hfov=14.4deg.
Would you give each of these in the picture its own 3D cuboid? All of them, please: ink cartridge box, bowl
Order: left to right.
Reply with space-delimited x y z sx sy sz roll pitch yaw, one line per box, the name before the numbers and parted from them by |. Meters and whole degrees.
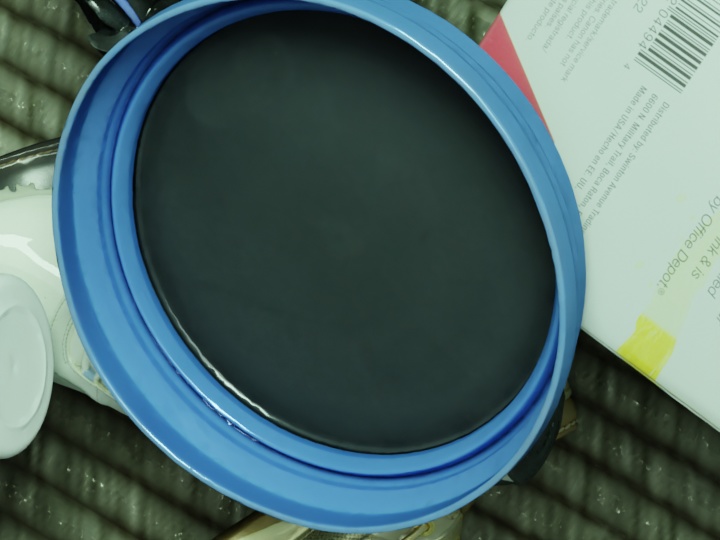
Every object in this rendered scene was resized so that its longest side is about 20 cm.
bowl | -0.014 -0.006 0.991 0.199 0.039 0.202 11 116 23
ink cartridge box | 0.136 -0.032 0.993 0.200 0.083 0.146 38 106 14

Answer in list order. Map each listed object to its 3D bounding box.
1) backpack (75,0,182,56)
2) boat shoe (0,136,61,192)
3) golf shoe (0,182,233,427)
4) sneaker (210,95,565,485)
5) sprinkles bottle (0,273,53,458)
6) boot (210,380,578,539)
backpack | -0.066 -0.173 1.098 0.146 0.183 0.201 -25 75 -4
boat shoe | -0.175 0.003 1.147 0.199 0.073 0.075 -28 84 3
golf shoe | -0.080 0.024 1.093 0.199 0.097 0.079 12 110 -14
sneaker | 0.000 0.000 1.075 0.200 0.084 0.074 53 52 -9
sprinkles bottle | -0.217 0.035 1.071 0.199 0.068 0.069 0 86 22
boot | 0.026 0.145 1.122 0.199 0.073 0.156 -31 89 -6
